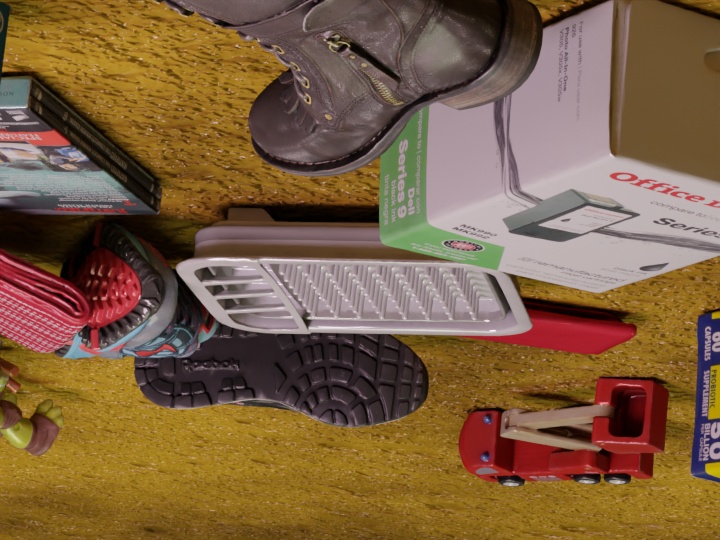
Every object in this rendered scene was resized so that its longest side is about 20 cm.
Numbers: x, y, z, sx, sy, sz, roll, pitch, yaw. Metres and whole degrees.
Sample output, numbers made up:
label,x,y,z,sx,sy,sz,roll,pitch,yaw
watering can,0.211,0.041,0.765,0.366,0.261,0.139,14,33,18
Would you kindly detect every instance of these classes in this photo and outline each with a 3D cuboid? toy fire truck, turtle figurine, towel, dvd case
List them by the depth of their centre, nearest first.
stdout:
label,x,y,z,sx,sy,sz,roll,pitch,yaw
dvd case,-0.212,-0.066,1.641,0.146,0.022,0.200,0,164,18
towel,-0.237,0.004,1.790,0.145,0.022,0.200,28,168,-8
toy fire truck,0.150,0.122,2.191,0.200,0.049,0.141,-3,163,29
turtle figurine,-0.298,0.101,2.209,0.200,0.064,0.161,-6,162,34

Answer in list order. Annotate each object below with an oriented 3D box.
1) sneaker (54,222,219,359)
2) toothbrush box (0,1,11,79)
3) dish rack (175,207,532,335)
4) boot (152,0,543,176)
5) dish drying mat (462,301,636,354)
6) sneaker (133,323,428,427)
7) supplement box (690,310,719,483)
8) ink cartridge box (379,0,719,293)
label,x,y,z,sx,sy,sz,roll,pitch,yaw
sneaker,-0.131,0.015,1.846,0.095,0.079,0.200,4,175,-16
toothbrush box,-0.287,-0.107,1.383,0.146,0.085,0.200,-7,162,39
dish rack,0.000,0.000,1.788,0.200,0.044,0.172,2,164,11
boot,-0.034,-0.115,1.344,0.174,0.069,0.200,20,152,-37
dish drying mat,0.075,0.030,1.930,0.200,0.018,0.077,8,166,-15
sneaker,-0.048,0.063,2.024,0.200,0.076,0.088,6,180,10
supplement box,0.318,0.078,1.860,0.110,0.109,0.200,17,160,-40
ink cartridge box,0.122,-0.058,1.455,0.146,0.084,0.200,12,163,-29
